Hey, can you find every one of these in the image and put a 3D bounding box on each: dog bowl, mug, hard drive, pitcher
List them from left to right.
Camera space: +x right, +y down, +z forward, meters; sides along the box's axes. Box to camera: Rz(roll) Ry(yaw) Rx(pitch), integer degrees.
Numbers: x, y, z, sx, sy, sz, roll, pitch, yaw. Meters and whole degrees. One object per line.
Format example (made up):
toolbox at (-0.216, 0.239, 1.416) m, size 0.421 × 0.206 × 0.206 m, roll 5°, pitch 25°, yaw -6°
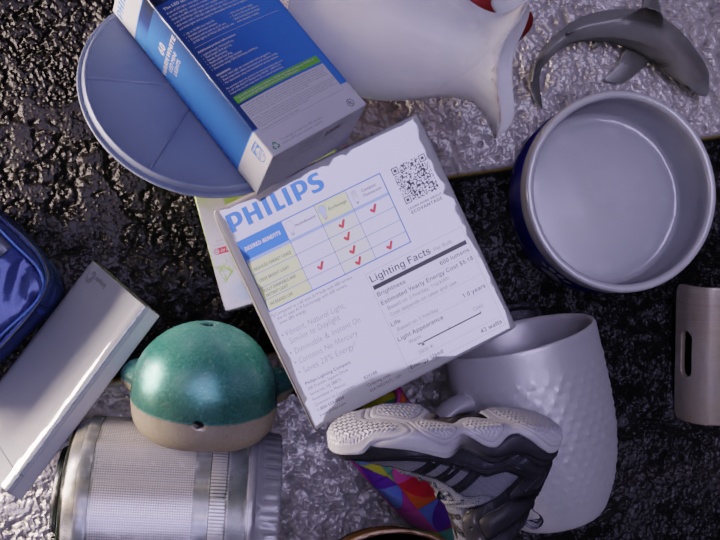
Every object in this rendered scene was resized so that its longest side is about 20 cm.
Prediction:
hard drive at (-0.281, 0.096, 0.928) m, size 0.201 × 0.131 × 0.027 m, roll -53°, pitch 130°, yaw -7°
pitcher at (0.049, -0.221, 0.830) m, size 0.198 × 0.121 × 0.174 m, roll 19°, pitch 99°, yaw 13°
mug at (0.145, 0.152, 0.920) m, size 0.198 × 0.147 × 0.178 m, roll -17°, pitch 96°, yaw -27°
dog bowl at (0.255, -0.077, 1.021) m, size 0.197 × 0.079 × 0.203 m, roll 0°, pitch 87°, yaw -7°

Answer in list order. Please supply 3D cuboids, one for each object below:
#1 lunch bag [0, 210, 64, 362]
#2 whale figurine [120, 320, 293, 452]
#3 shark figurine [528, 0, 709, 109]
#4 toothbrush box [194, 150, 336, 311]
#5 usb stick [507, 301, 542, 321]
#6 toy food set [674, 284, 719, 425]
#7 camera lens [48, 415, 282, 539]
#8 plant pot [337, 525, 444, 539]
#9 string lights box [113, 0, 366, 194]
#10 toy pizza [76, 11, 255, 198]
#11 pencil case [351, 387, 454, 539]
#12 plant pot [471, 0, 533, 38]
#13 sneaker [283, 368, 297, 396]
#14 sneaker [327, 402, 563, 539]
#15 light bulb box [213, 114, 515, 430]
lunch bag at (-0.385, 0.033, 0.912) m, size 0.136 × 0.132 × 0.200 m, roll 44°, pitch 82°, yaw -2°
whale figurine at (-0.137, 0.084, 0.902) m, size 0.157 × 0.200 × 0.105 m, roll 4°, pitch 107°, yaw -4°
shark figurine at (0.267, -0.245, 1.031) m, size 0.211 × 0.089 × 0.130 m, roll -4°, pitch 85°, yaw -9°
toothbrush box at (-0.089, -0.075, 0.978) m, size 0.144 × 0.086 × 0.203 m, roll -15°, pitch 89°, yaw -7°
usb stick at (0.169, 0.135, 1.021) m, size 0.055 × 0.033 × 0.203 m, roll -5°, pitch 87°, yaw 0°
toy food set at (0.430, 0.083, 1.049) m, size 0.197 × 0.060 × 0.146 m, roll -2°, pitch 98°, yaw -5°
camera lens at (-0.175, 0.218, 0.911) m, size 0.197 × 0.160 × 0.162 m, roll 4°, pitch 86°, yaw -7°
plant pot at (0.017, 0.313, 0.907) m, size 0.184 × 0.200 × 0.190 m, roll 0°, pitch 86°, yaw -7°
string lights box at (-0.099, -0.173, 0.802) m, size 0.102 × 0.059 × 0.201 m, roll -32°, pitch 78°, yaw -31°
toy pizza at (-0.135, -0.144, 0.828) m, size 0.198 × 0.032 × 0.203 m, roll 9°, pitch 61°, yaw -17°
pencil case at (0.053, 0.198, 0.947) m, size 0.088 × 0.088 × 0.201 m, roll -39°, pitch 115°, yaw -8°
plant pot at (0.082, -0.315, 0.962) m, size 0.198 × 0.200 × 0.185 m, roll 6°, pitch 94°, yaw -6°
sneaker at (0.005, 0.059, 0.998) m, size 0.198 × 0.070 × 0.094 m, roll -20°, pitch 71°, yaw -5°
sneaker at (0.068, 0.174, 0.815) m, size 0.197 × 0.075 × 0.115 m, roll 2°, pitch 99°, yaw -12°
light bulb box at (0.000, 0.000, 0.879) m, size 0.196 × 0.125 × 0.202 m, roll -26°, pitch 93°, yaw -5°
